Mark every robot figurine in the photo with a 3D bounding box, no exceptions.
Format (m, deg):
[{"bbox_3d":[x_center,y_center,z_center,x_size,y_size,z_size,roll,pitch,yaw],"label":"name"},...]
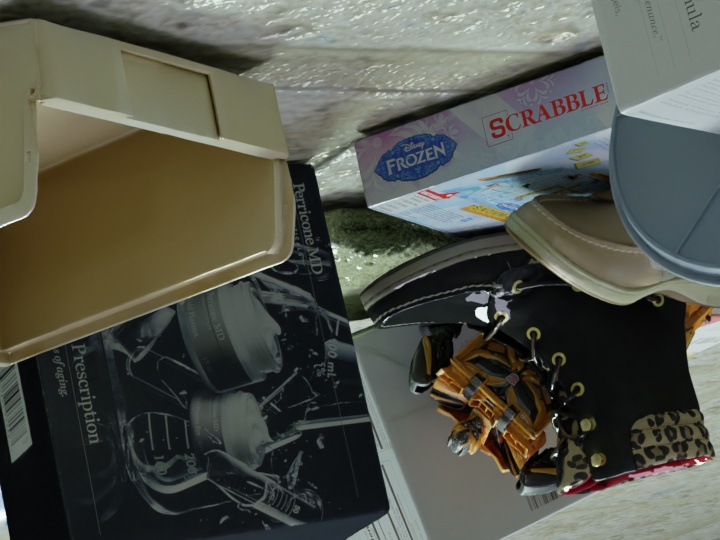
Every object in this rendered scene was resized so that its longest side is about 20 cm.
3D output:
[{"bbox_3d":[0.124,0.045,1.555,0.200,0.145,0.058,-40,164,-30],"label":"robot figurine"}]

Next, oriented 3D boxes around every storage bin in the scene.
[{"bbox_3d":[-0.160,-0.032,1.166,0.197,0.095,0.199,-20,165,29],"label":"storage bin"}]

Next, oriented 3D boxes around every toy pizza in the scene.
[{"bbox_3d":[0.195,-0.078,1.097,0.199,0.202,0.032,-22,138,34],"label":"toy pizza"}]

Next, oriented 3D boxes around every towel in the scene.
[{"bbox_3d":[0.000,0.000,1.572,0.148,0.037,0.199,-24,162,37],"label":"towel"}]

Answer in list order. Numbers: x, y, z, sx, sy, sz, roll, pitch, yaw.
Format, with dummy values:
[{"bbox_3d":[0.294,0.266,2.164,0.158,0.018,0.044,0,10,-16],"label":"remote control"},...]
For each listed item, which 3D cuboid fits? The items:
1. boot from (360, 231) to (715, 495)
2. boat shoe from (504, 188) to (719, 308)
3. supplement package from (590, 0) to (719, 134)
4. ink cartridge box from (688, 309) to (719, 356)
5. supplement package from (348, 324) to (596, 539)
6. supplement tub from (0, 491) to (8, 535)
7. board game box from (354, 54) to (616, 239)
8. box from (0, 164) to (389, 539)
[{"bbox_3d":[0.109,0.054,1.467,0.198,0.152,0.073,-9,168,-19],"label":"boot"},{"bbox_3d":[0.156,-0.024,1.391,0.199,0.072,0.065,8,121,-47],"label":"boat shoe"},{"bbox_3d":[0.198,-0.142,1.001,0.199,0.115,0.109,-23,164,33],"label":"supplement package"},{"bbox_3d":[0.189,0.035,1.823,0.116,0.068,0.200,-1,161,-40],"label":"ink cartridge box"},{"bbox_3d":[0.073,0.093,1.649,0.199,0.157,0.111,-22,180,-32],"label":"supplement package"},{"bbox_3d":[-0.285,0.106,1.540,0.198,0.133,0.132,-9,167,-18],"label":"supplement tub"},{"bbox_3d":[0.127,-0.068,1.395,0.198,0.042,0.200,-17,167,22],"label":"board game box"},{"bbox_3d":[-0.102,0.057,1.359,0.181,0.202,0.104,-6,164,-26],"label":"box"}]
